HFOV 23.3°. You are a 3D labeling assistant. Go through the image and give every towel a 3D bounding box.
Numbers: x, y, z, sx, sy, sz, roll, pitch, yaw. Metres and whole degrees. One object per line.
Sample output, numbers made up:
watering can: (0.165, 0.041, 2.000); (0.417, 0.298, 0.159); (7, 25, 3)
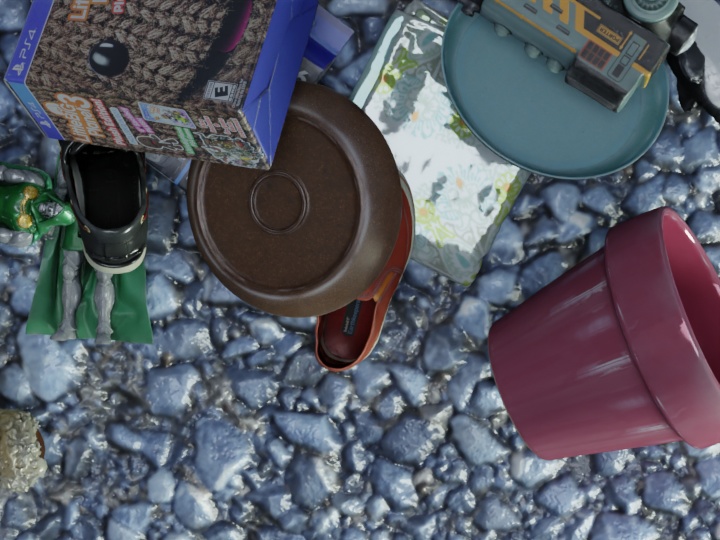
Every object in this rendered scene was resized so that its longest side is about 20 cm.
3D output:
towel: (0.066, -0.110, 1.503); (0.171, 0.048, 0.200); (28, 98, -1)

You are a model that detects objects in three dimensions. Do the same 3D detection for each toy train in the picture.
toy train: (0.173, -0.219, 1.420); (0.200, 0.085, 0.114); (34, 88, 5)

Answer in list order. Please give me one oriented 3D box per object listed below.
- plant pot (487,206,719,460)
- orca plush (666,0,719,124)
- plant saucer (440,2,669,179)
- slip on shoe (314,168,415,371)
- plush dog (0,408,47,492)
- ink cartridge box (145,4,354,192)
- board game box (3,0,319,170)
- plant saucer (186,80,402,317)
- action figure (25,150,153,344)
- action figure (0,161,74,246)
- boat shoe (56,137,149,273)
plant pot: (0.213, 0.069, 1.458); (0.179, 0.200, 0.200); (-23, 96, 21)
orca plush: (0.309, -0.158, 1.490); (0.200, 0.071, 0.105); (40, 53, -7)
plant saucer: (0.160, -0.161, 1.458); (0.200, 0.027, 0.201); (6, 65, -13)
slip on shoe: (0.000, 0.000, 1.485); (0.074, 0.061, 0.200); (17, 116, 5)
plush dog: (-0.379, 0.127, 1.491); (0.160, 0.172, 0.200); (-20, 97, 5)
ink cartridge box: (-0.102, -0.156, 1.509); (0.099, 0.039, 0.200); (36, 97, -1)
board game box: (-0.154, -0.183, 1.385); (0.200, 0.097, 0.160); (9, 68, 15)
plant saucer: (-0.064, -0.058, 1.454); (0.200, 0.034, 0.201); (3, 98, 23)
action figure: (-0.237, -0.038, 1.526); (0.118, 0.055, 0.201); (3, 94, 5)
action figure: (-0.338, -0.060, 1.493); (0.200, 0.055, 0.118); (6, 83, 11)
boat shoe: (-0.214, -0.097, 1.453); (0.073, 0.063, 0.202); (-7, 58, -10)
